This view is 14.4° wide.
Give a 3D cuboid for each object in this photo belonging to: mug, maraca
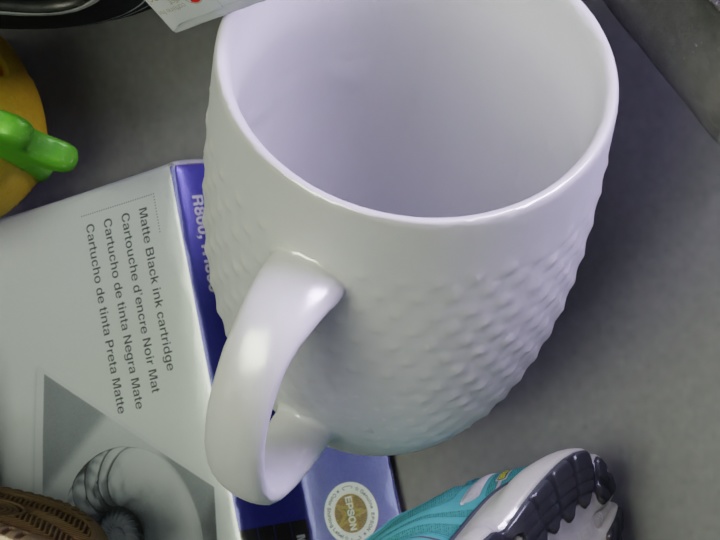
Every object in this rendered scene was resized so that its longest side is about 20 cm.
[{"bbox_3d":[0.000,0.000,1.060,0.147,0.200,0.176,25,142,14],"label":"mug"},{"bbox_3d":[-0.190,-0.066,1.210,0.200,0.137,0.107,3,76,69],"label":"maraca"}]

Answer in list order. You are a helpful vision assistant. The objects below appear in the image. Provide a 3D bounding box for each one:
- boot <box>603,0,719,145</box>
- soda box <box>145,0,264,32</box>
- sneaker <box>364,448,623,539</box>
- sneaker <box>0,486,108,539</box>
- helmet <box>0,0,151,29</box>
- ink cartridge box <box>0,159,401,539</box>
[{"bbox_3d":[0.089,-0.122,1.092,0.182,0.072,0.200,-45,74,25],"label":"boot"},{"bbox_3d":[-0.024,-0.183,1.047,0.064,0.200,0.068,-13,127,49],"label":"soda box"},{"bbox_3d":[0.021,0.131,1.065,0.079,0.200,0.078,-6,107,42],"label":"sneaker"},{"bbox_3d":[-0.186,0.141,1.172,0.199,0.070,0.109,9,94,37],"label":"sneaker"},{"bbox_3d":[-0.120,-0.189,1.144,0.190,0.200,0.201,-8,86,12],"label":"helmet"},{"bbox_3d":[-0.086,0.060,1.219,0.199,0.041,0.200,-17,82,32],"label":"ink cartridge box"}]
